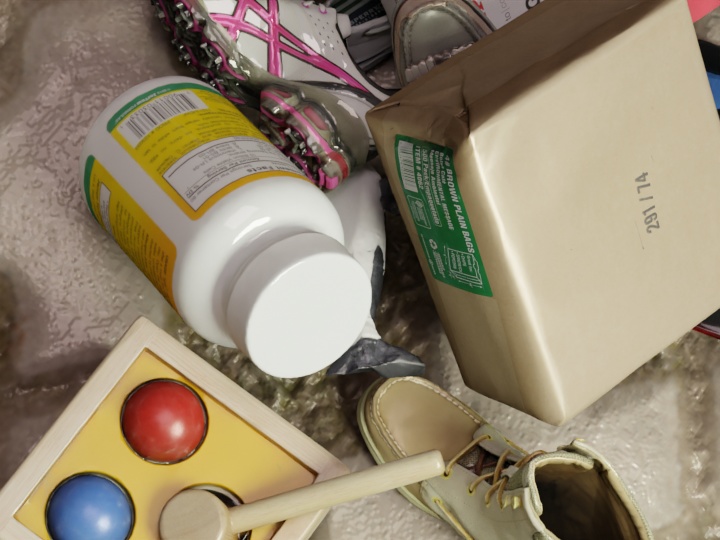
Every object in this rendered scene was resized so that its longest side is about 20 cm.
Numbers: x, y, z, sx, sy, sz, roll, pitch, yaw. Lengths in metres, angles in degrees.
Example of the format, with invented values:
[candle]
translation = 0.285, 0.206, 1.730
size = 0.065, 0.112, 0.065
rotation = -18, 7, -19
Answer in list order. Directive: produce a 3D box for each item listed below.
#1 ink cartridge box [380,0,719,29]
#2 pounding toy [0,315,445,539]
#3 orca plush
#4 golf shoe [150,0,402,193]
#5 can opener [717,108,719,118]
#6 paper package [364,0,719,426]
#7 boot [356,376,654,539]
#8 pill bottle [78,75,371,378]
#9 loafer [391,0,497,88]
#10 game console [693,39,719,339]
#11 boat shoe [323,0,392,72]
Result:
[ink cartridge box]
translation = 0.122, -0.191, 1.499
size = 0.200, 0.083, 0.147
rotation = -35, 122, -17
[pounding toy]
translation = -0.089, 0.139, 1.361
size = 0.200, 0.142, 0.184
rotation = 36, 70, 5
[orca plush]
translation = 0.000, 0.000, 1.456
size = 0.105, 0.071, 0.200
rotation = -31, 48, 1
[golf shoe]
translation = -0.054, -0.140, 1.472
size = 0.092, 0.073, 0.200
rotation = -38, 74, -20
[can opener]
translation = 0.192, -0.079, 1.503
size = 0.199, 0.063, 0.079
rotation = -12, 115, 8
[paper package]
translation = 0.125, -0.042, 1.382
size = 0.190, 0.103, 0.201
rotation = -34, 119, -28
[boot]
translation = 0.087, 0.123, 1.384
size = 0.200, 0.155, 0.072
rotation = 45, 74, 6
[pill bottle]
translation = -0.079, -0.024, 1.390
size = 0.113, 0.113, 0.200
rotation = -29, 44, -16
[loafer]
translation = 0.074, -0.080, 1.430
size = 0.072, 0.200, 0.063
rotation = -19, 30, 6
[game console]
translation = 0.271, -0.056, 1.499
size = 0.119, 0.172, 0.201
rotation = 32, 68, -25
[boat shoe]
translation = 0.048, -0.201, 1.537
size = 0.074, 0.067, 0.200
rotation = 42, 71, 7
